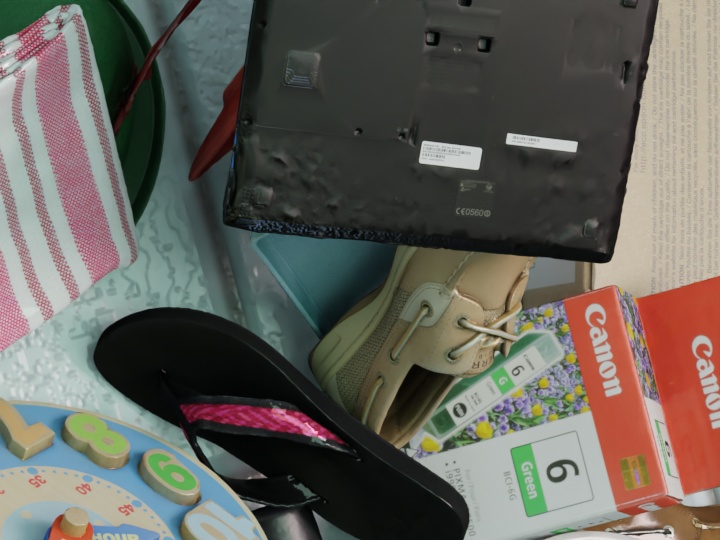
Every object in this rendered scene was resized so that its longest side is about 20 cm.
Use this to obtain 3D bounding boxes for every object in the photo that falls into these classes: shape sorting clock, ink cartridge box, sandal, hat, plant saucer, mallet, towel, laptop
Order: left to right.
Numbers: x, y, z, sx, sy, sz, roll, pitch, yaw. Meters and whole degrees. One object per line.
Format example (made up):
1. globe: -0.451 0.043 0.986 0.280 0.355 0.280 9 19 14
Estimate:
1. towel: -0.179 -0.008 1.031 0.200 0.030 0.146 -38 140 -27
2. shape sorting clock: -0.130 0.121 1.047 0.200 0.039 0.200 18 33 -12
3. hat: -0.131 -0.093 1.070 0.166 0.176 0.200 18 77 -24
4. mallet: -0.078 0.150 1.106 0.200 0.041 0.066 -4 82 -56
5. sandal: -0.040 0.084 1.130 0.200 0.075 0.045 32 45 0
6. plant saucer: 0.000 0.000 1.129 0.070 0.200 0.019 -26 68 3
7. laptop: 0.028 -0.117 1.025 0.177 0.103 0.200 5 102 -18
8. ink cartridge box: 0.111 0.069 1.173 0.200 0.050 0.109 -17 76 16
9. ink cartridge box: 0.173 -0.061 1.283 0.165 0.075 0.200 5 83 -26

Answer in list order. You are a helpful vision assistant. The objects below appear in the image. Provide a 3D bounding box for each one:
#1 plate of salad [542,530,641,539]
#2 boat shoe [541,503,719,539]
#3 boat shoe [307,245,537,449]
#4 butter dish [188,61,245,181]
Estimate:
1. plate of salad: 0.120 0.227 1.157 0.200 0.048 0.200 4 82 -28
2. boat shoe: 0.145 0.138 1.249 0.200 0.072 0.068 -11 91 -28
3. boat shoe: 0.048 0.017 1.104 0.071 0.200 0.065 -12 65 -36
4. butter dish: 0.041 -0.087 1.135 0.148 0.200 0.199 47 66 -1
